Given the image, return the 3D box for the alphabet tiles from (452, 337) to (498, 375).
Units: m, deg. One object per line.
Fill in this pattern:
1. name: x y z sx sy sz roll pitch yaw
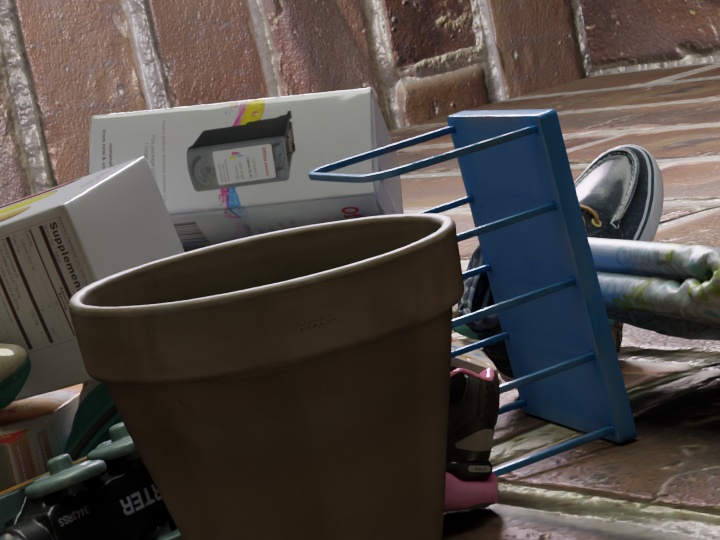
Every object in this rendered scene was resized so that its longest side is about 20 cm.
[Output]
1. alphabet tiles: 0.003 0.034 1.441 0.195 0.015 0.200 18 5 -8

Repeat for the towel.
1. towel: 0.222 0.021 1.204 0.171 0.048 0.200 13 -3 -28

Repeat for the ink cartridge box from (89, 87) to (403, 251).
1. ink cartridge box: -0.076 -0.057 1.386 0.199 0.086 0.148 -6 -18 7

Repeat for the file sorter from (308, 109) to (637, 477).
1. file sorter: 0.062 0.016 1.195 0.122 0.201 0.139 -19 10 -17

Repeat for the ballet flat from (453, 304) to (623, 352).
1. ballet flat: 0.136 0.021 1.456 0.068 0.076 0.200 20 -6 -25

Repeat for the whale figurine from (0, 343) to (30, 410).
1. whale figurine: -0.268 0.123 1.148 0.200 0.104 0.159 -44 27 -25

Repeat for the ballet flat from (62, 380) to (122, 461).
1. ballet flat: -0.139 0.073 1.298 0.070 0.067 0.200 29 62 35

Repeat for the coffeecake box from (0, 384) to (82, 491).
1. coffeecake box: -0.254 0.129 1.312 0.153 0.073 0.200 -9 10 16

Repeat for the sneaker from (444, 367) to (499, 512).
1. sneaker: 0.004 0.066 1.124 0.200 0.096 0.079 19 15 39

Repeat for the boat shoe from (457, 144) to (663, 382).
1. boat shoe: 0.139 -0.021 1.344 0.071 0.091 0.201 11 63 40

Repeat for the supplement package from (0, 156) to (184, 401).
1. supplement package: -0.220 0.018 1.256 0.199 0.110 0.114 -17 12 25

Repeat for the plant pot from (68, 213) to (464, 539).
1. plant pot: -0.032 0.076 1.001 0.199 0.174 0.200 -12 8 2

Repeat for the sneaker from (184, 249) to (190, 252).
1. sneaker: -0.115 0.026 1.445 0.088 0.074 0.200 -43 -17 -25

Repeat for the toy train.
1. toy train: -0.146 0.134 1.121 0.114 0.086 0.200 -18 3 37
